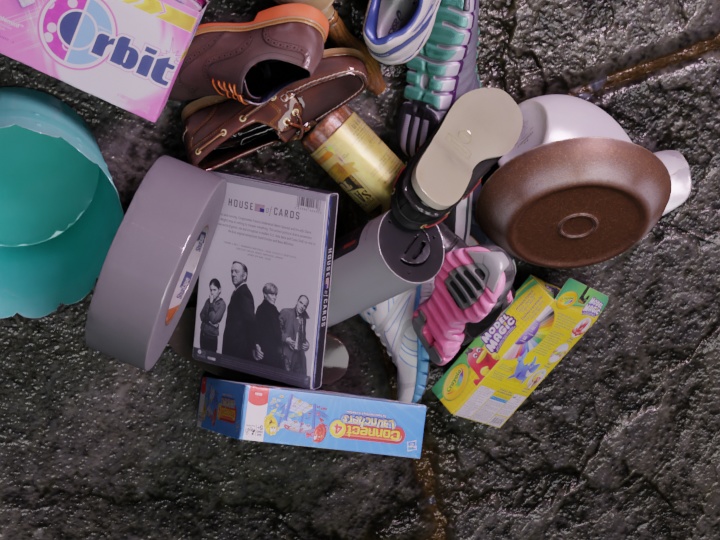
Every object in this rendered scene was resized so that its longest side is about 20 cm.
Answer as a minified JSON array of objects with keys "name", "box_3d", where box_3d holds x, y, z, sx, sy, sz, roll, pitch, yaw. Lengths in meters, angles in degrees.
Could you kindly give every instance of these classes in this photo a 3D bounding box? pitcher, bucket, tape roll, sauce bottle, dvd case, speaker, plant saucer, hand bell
[{"name":"pitcher","box_3d":[0.225,-0.092,1.612,0.199,0.122,0.172,20,126,-35]},{"name":"bucket","box_3d":[-0.332,-0.069,1.457,0.205,0.135,0.209,-6,118,-11]},{"name":"tape roll","box_3d":[-0.196,-0.007,1.464,0.066,0.200,0.201,22,112,1]},{"name":"sauce bottle","box_3d":[0.027,-0.081,1.550,0.066,0.066,0.200,-43,95,10]},{"name":"dvd case","box_3d":[-0.099,0.008,1.544,0.149,0.025,0.202,12,103,28]},{"name":"speaker","box_3d":[0.000,0.000,1.546,0.081,0.200,0.082,10,70,-30]},{"name":"plant saucer","box_3d":[0.216,-0.057,1.529,0.199,0.037,0.201,-3,144,-2]},{"name":"hand bell","box_3d":[-0.027,-0.244,1.489,0.104,0.104,0.200,-36,133,6]}]

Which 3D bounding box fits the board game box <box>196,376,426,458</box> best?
[{"name":"board game box","box_3d":[-0.057,0.154,1.609,0.194,0.200,0.056,8,86,-18]}]

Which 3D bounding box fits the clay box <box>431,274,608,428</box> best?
[{"name":"clay box","box_3d":[0.181,0.083,1.697,0.200,0.048,0.115,-51,146,12]}]

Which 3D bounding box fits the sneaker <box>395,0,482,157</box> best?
[{"name":"sneaker","box_3d":[0.093,-0.212,1.548,0.087,0.074,0.201,-7,117,-48]}]

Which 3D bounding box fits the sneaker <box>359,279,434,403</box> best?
[{"name":"sneaker","box_3d":[0.037,0.055,1.665,0.086,0.075,0.202,0,112,-3]}]

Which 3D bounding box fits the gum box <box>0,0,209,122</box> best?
[{"name":"gum box","box_3d":[-0.255,-0.235,1.405,0.199,0.066,0.114,24,109,-7]}]

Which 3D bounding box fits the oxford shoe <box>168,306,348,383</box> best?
[{"name":"oxford shoe","box_3d":[-0.112,0.082,1.638,0.198,0.071,0.072,13,95,-3]}]

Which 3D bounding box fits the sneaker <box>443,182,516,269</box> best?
[{"name":"sneaker","box_3d":[0.125,-0.034,1.630,0.079,0.079,0.201,-4,129,-7]}]

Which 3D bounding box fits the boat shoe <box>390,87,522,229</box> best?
[{"name":"boat shoe","box_3d":[0.094,-0.114,1.501,0.074,0.202,0.063,45,139,-4]}]

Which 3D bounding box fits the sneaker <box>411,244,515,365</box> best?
[{"name":"sneaker","box_3d":[0.123,0.023,1.553,0.095,0.079,0.200,-20,163,-25]}]

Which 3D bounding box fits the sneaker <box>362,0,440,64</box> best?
[{"name":"sneaker","box_3d":[0.060,-0.292,1.447,0.075,0.088,0.201,20,96,10]}]

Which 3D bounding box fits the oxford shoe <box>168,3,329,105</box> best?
[{"name":"oxford shoe","box_3d":[-0.122,-0.192,1.443,0.199,0.073,0.071,-16,143,33]}]

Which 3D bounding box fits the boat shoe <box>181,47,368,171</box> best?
[{"name":"boat shoe","box_3d":[-0.081,-0.152,1.493,0.199,0.071,0.070,-22,145,13]}]
